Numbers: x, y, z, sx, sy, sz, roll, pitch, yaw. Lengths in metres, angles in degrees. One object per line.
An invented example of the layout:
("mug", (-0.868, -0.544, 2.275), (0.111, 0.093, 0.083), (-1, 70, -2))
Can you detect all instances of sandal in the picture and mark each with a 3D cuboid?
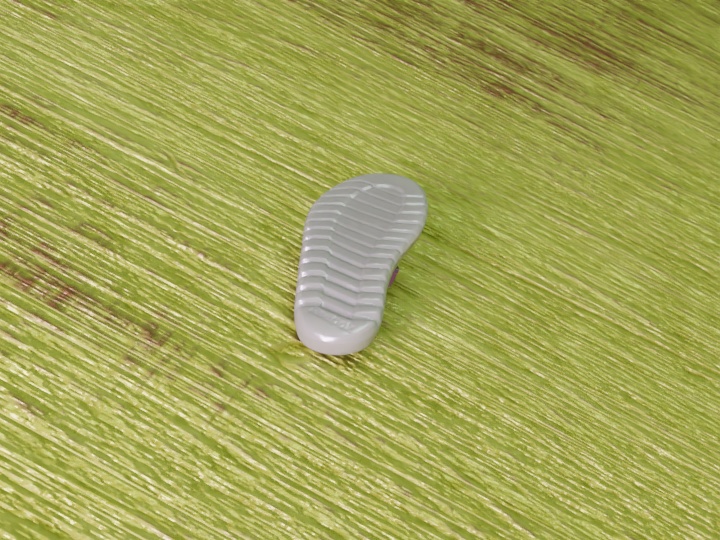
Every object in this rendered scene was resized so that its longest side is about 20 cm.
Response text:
("sandal", (-0.007, -0.002, 1.288), (0.082, 0.050, 0.203), (14, 38, 9))
